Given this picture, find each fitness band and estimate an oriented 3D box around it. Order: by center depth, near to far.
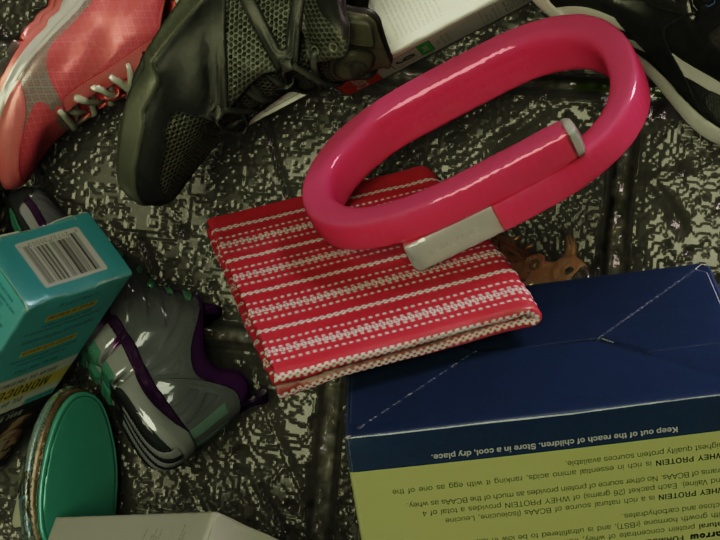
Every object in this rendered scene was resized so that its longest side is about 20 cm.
[{"bbox_3d":[0.060,-0.072,0.850,0.198,0.144,0.038,-26,123,9],"label":"fitness band"}]

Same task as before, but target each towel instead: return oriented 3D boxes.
[{"bbox_3d":[0.000,0.000,0.846,0.143,0.200,0.023,-15,118,-9],"label":"towel"}]

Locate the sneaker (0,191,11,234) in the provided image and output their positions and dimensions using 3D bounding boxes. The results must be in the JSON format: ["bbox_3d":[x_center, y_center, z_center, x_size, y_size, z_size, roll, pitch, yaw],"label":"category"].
[{"bbox_3d":[-0.296,-0.092,0.985,0.095,0.079,0.202,-22,80,14],"label":"sneaker"}]

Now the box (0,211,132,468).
[{"bbox_3d":[-0.215,0.055,0.911,0.049,0.082,0.200,50,128,15],"label":"box"}]

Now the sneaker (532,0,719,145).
[{"bbox_3d":[0.172,-0.166,0.862,0.199,0.112,0.073,39,60,-1],"label":"sneaker"}]

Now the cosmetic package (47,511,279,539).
[{"bbox_3d":[-0.099,0.189,0.851,0.107,0.199,0.086,29,68,-29],"label":"cosmetic package"}]

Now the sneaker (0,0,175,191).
[{"bbox_3d":[-0.160,-0.131,0.955,0.086,0.074,0.202,28,84,4],"label":"sneaker"}]

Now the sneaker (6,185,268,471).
[{"bbox_3d":[-0.140,0.023,0.964,0.087,0.075,0.201,-29,77,-21],"label":"sneaker"}]

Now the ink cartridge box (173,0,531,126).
[{"bbox_3d":[-0.005,-0.171,0.943,0.198,0.050,0.110,-26,84,10],"label":"ink cartridge box"}]

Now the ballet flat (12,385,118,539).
[{"bbox_3d":[-0.185,0.173,0.957,0.073,0.074,0.203,-5,83,11],"label":"ballet flat"}]

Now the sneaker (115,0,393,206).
[{"bbox_3d":[-0.057,-0.112,0.887,0.114,0.076,0.201,32,89,17],"label":"sneaker"}]

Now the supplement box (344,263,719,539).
[{"bbox_3d":[0.101,0.126,0.813,0.197,0.135,0.202,-7,115,5],"label":"supplement box"}]

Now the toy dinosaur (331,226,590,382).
[{"bbox_3d":[0.033,0.012,0.911,0.198,0.086,0.137,26,90,19],"label":"toy dinosaur"}]
